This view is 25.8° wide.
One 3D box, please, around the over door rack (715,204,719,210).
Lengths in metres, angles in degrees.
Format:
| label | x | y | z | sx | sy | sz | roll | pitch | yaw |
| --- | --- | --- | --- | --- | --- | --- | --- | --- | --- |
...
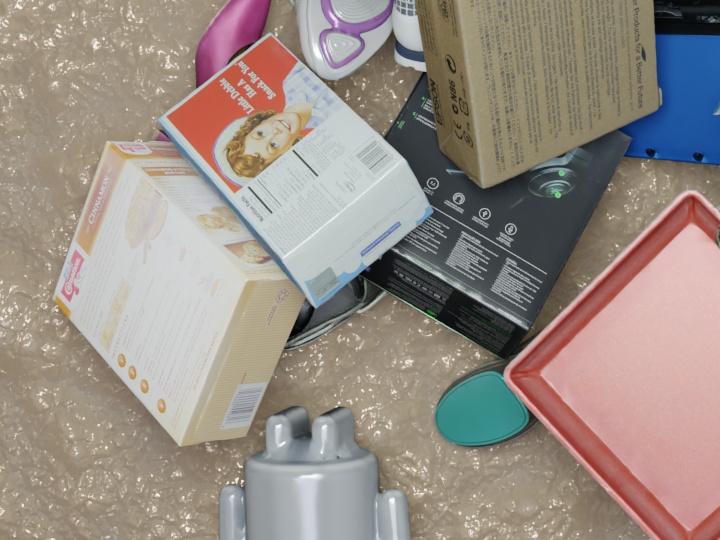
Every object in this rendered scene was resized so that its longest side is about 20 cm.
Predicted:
| label | x | y | z | sx | sy | sz | roll | pitch | yaw |
| --- | --- | --- | --- | --- | --- | --- | --- | --- | --- |
| over door rack | 0.267 | 0.072 | 1.226 | 0.148 | 0.066 | 0.201 | 47 | 121 | 22 |

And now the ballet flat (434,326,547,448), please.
| label | x | y | z | sx | sy | sz | roll | pitch | yaw |
| --- | --- | --- | --- | --- | --- | --- | --- | --- | --- |
| ballet flat | 0.142 | 0.088 | 1.280 | 0.200 | 0.063 | 0.068 | -37 | 83 | 43 |

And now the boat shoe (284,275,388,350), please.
| label | x | y | z | sx | sy | sz | roll | pitch | yaw |
| --- | --- | --- | --- | --- | --- | --- | --- | --- | --- |
| boat shoe | 0.000 | 0.000 | 1.301 | 0.200 | 0.064 | 0.071 | -41 | 90 | 6 |

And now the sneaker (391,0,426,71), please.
| label | x | y | z | sx | sy | sz | roll | pitch | yaw |
| --- | --- | --- | --- | --- | --- | --- | --- | --- | --- |
| sneaker | 0.085 | -0.241 | 1.227 | 0.076 | 0.201 | 0.081 | 10 | 136 | 26 |

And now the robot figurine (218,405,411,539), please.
| label | x | y | z | sx | sy | sz | roll | pitch | yaw |
| --- | --- | --- | --- | --- | --- | --- | --- | --- | --- |
| robot figurine | -0.038 | 0.215 | 1.293 | 0.168 | 0.113 | 0.202 | 0 | 94 | 20 |

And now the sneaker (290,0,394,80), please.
| label | x | y | z | sx | sy | sz | roll | pitch | yaw |
| --- | --- | --- | --- | --- | --- | --- | --- | --- | --- |
| sneaker | -0.020 | -0.221 | 1.245 | 0.074 | 0.100 | 0.202 | 21 | 53 | -22 |

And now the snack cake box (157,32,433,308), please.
| label | x | y | z | sx | sy | sz | roll | pitch | yaw |
| --- | --- | --- | --- | --- | --- | --- | --- | --- | --- |
| snack cake box | -0.052 | -0.079 | 1.174 | 0.115 | 0.067 | 0.200 | -39 | 50 | -4 |

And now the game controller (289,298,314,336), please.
| label | x | y | z | sx | sy | sz | roll | pitch | yaw |
| --- | --- | --- | --- | --- | --- | --- | --- | --- | --- |
| game controller | -0.058 | -0.043 | 1.267 | 0.104 | 0.042 | 0.202 | -10 | 68 | 47 |

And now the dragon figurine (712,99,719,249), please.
| label | x | y | z | sx | sy | sz | roll | pitch | yaw |
| --- | --- | --- | --- | --- | --- | --- | --- | --- | --- |
| dragon figurine | 0.291 | -0.108 | 1.106 | 0.200 | 0.059 | 0.100 | -40 | 117 | -14 |

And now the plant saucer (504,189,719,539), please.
| label | x | y | z | sx | sy | sz | roll | pitch | yaw |
| --- | --- | --- | --- | --- | --- | --- | --- | --- | --- |
| plant saucer | 0.242 | 0.079 | 1.152 | 0.200 | 0.037 | 0.200 | 46 | 103 | 9 |

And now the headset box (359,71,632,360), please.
| label | x | y | z | sx | sy | sz | roll | pitch | yaw |
| --- | --- | --- | --- | --- | --- | --- | --- | --- | --- |
| headset box | 0.095 | -0.065 | 1.246 | 0.173 | 0.093 | 0.201 | 29 | 72 | 2 |

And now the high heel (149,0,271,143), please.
| label | x | y | z | sx | sy | sz | roll | pitch | yaw |
| --- | --- | --- | --- | --- | --- | --- | --- | --- | --- |
| high heel | -0.101 | -0.138 | 1.295 | 0.096 | 0.067 | 0.201 | 34 | 101 | 12 |

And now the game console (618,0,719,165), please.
| label | x | y | z | sx | sy | sz | roll | pitch | yaw |
| --- | --- | --- | --- | --- | --- | --- | --- | --- | --- |
| game console | 0.265 | -0.187 | 1.231 | 0.199 | 0.118 | 0.171 | 11 | 61 | 43 |

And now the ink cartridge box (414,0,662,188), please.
| label | x | y | z | sx | sy | sz | roll | pitch | yaw |
| --- | --- | --- | --- | --- | --- | --- | --- | --- | --- |
| ink cartridge box | 0.128 | -0.184 | 1.137 | 0.164 | 0.075 | 0.201 | -25 | 128 | -17 |

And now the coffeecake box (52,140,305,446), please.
| label | x | y | z | sx | sy | sz | roll | pitch | yaw |
| --- | --- | --- | --- | --- | --- | --- | --- | --- | --- |
| coffeecake box | -0.146 | 0.014 | 1.242 | 0.200 | 0.073 | 0.154 | 42 | 120 | 35 |
